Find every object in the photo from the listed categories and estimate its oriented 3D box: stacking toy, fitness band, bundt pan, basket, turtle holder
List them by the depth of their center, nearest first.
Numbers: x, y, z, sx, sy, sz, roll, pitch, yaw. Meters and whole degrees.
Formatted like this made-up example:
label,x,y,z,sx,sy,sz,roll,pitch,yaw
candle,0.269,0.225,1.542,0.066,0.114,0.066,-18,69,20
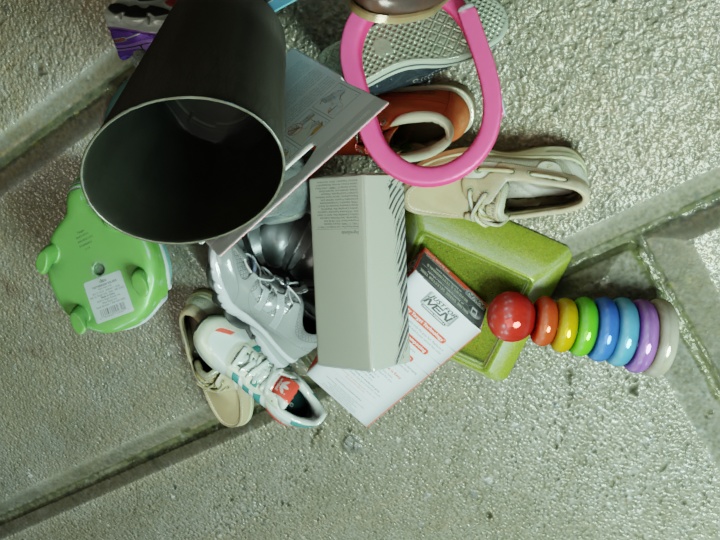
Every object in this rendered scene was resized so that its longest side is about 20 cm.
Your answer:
label,x,y,z,sx,sy,sz,roll,pitch,yaw
basket,-0.133,-0.144,0.785,0.179,0.201,0.136,-23,129,26
fitness band,0.059,-0.180,0.881,0.143,0.037,0.201,-17,85,8
stacking toy,0.235,0.061,0.993,0.198,0.086,0.086,8,120,-5
bundt pan,-0.093,0.010,1.085,0.200,0.076,0.203,6,123,9
turtle holder,-0.307,-0.016,1.106,0.185,0.132,0.141,42,100,6

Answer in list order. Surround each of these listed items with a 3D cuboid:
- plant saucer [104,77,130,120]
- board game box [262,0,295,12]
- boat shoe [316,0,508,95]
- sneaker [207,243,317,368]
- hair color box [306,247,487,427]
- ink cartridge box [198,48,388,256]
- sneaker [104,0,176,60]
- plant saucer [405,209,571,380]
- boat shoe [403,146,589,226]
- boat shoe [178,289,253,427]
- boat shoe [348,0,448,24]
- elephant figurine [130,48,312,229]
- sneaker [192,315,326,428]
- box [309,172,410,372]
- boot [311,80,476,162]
label,x,y,z,sx,sy,sz,roll,pitch,yaw
plant saucer,-0.220,-0.135,1.081,0.198,0.036,0.201,7,118,13
board game box,-0.050,-0.293,0.880,0.199,0.151,0.047,-21,109,25
boat shoe,0.052,-0.226,0.932,0.199,0.062,0.075,-19,85,9
sneaker,-0.100,0.022,1.004,0.082,0.075,0.200,-23,135,11
hair color box,0.040,0.079,1.045,0.101,0.061,0.200,42,121,-7
ink cartridge box,-0.084,-0.104,0.843,0.200,0.176,0.045,-42,134,-8
sneaker,-0.182,-0.246,1.002,0.199,0.081,0.084,16,134,18
plant saucer,0.112,0.027,1.059,0.199,0.048,0.201,24,121,3
boat shoe,0.136,-0.082,0.958,0.198,0.065,0.072,-4,132,8
boat shoe,-0.192,0.126,1.191,0.072,0.065,0.201,-2,116,18
boat shoe,0.069,-0.280,0.832,0.070,0.200,0.071,40,140,22
elephant figurine,-0.132,-0.147,0.978,0.141,0.155,0.202,-15,84,26
sneaker,-0.117,0.126,1.134,0.200,0.070,0.093,47,158,-23
box,0.000,0.000,0.963,0.082,0.068,0.202,3,97,40
boot,0.015,-0.150,0.963,0.198,0.107,0.076,-5,117,20
